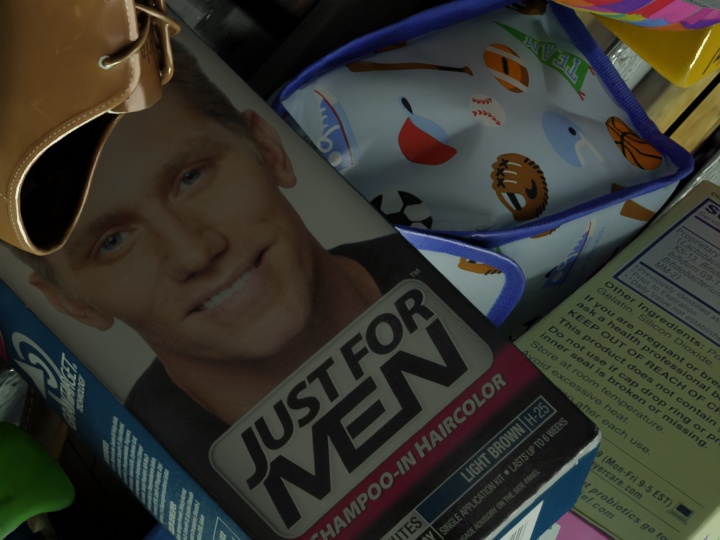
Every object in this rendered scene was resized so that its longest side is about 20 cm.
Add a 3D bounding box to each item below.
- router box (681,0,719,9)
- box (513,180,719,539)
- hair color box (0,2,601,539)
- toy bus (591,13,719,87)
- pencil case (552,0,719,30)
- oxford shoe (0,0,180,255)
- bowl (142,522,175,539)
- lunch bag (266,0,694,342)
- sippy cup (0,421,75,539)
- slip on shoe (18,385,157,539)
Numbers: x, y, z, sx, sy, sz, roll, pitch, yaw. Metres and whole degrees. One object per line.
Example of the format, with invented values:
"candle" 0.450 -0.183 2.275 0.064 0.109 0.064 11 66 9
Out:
"router box" 0.116 -0.176 0.830 0.200 0.049 0.181 2 98 -69
"box" 0.091 0.094 0.989 0.200 0.096 0.177 -36 153 -45
"hair color box" -0.035 0.020 0.793 0.100 0.200 0.061 -40 164 -21
"toy bus" 0.162 -0.167 1.094 0.078 0.065 0.200 -31 158 -45
"pencil case" 0.096 -0.133 0.976 0.088 0.088 0.200 -50 166 14
"oxford shoe" -0.069 -0.084 0.697 0.071 0.071 0.200 -31 156 -39
"bowl" -0.056 0.135 0.904 0.201 0.039 0.201 -49 163 -20
"lunch bag" 0.000 0.000 0.980 0.200 0.124 0.170 -19 154 -48
"sippy cup" -0.165 0.125 0.870 0.177 0.141 0.130 -7 -170 21
"slip on shoe" -0.085 0.086 0.920 0.061 0.076 0.201 -83 -175 -48
